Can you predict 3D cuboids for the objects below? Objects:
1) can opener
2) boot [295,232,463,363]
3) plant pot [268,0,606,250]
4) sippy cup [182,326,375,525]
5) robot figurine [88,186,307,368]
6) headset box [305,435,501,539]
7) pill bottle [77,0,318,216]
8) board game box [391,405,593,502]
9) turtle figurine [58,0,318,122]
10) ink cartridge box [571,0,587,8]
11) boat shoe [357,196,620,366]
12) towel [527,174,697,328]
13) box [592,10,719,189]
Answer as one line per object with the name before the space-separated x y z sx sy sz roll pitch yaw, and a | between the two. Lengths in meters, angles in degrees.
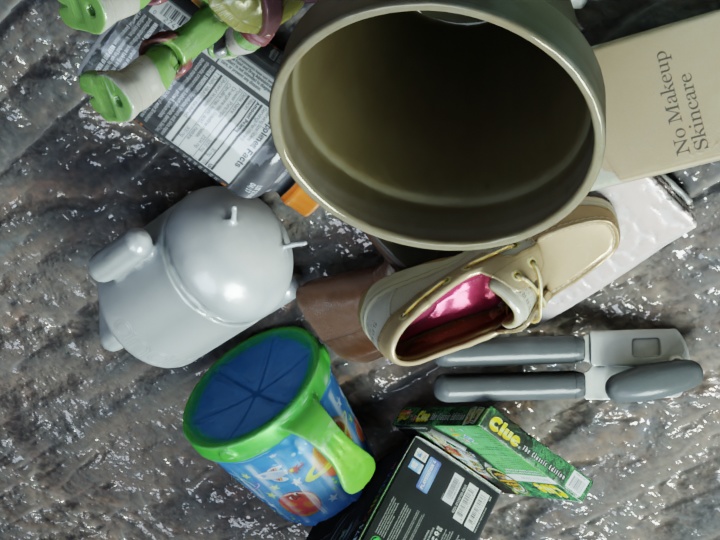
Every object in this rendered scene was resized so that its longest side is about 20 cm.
can opener | 0.156 0.073 1.355 0.199 0.067 0.054 -2 91 -6
boot | 0.000 0.000 1.380 0.186 0.064 0.200 44 149 -23
plant pot | 0.054 -0.142 1.106 0.199 0.174 0.200 5 139 4
sippy cup | -0.059 0.139 1.509 0.139 0.178 0.130 -27 122 13
robot figurine | -0.131 0.005 1.435 0.169 0.113 0.200 14 147 -38
headset box | 0.008 0.256 1.525 0.093 0.174 0.200 34 151 -8
pill bottle | -0.097 -0.124 1.311 0.200 0.106 0.106 37 134 -9
board game box | 0.102 0.146 1.444 0.105 0.023 0.200 39 165 -12
turtle figurine | -0.119 -0.193 1.181 0.200 0.194 0.144 45 147 14
ink cartridge box | 0.065 -0.270 1.152 0.173 0.044 0.200 11 133 18
boat shoe | 0.099 0.015 1.268 0.200 0.069 0.074 -26 124 -1
towel | 0.116 -0.060 1.322 0.200 0.032 0.191 42 132 -15
box | 0.225 -0.117 1.157 0.200 0.078 0.095 -15 91 33
